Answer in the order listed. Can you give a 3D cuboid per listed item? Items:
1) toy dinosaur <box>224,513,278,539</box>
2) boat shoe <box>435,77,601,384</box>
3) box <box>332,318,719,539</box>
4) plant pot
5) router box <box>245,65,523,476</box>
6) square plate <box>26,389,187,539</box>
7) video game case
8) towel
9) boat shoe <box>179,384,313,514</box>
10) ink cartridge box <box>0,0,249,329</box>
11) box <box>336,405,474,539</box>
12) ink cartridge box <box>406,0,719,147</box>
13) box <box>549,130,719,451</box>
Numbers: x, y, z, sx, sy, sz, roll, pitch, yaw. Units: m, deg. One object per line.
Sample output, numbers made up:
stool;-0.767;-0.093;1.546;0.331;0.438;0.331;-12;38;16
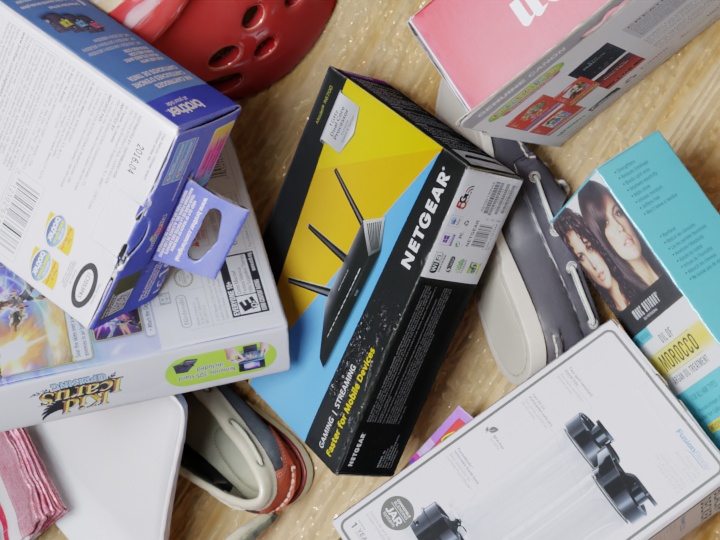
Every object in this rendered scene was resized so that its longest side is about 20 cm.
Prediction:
toy dinosaur;-0.116;0.230;1.028;0.047;0.088;0.202;-22;46;53
boat shoe;0.095;-0.033;1.001;0.073;0.062;0.202;136;123;-65
box;0.099;0.135;0.938;0.199;0.060;0.117;-36;63;-4
plant pot;-0.131;-0.209;1.026;0.199;0.182;0.203;0;90;23
router box;0.000;0.000;1.002;0.149;0.051;0.201;40;114;46
square plate;-0.175;0.101;1.084;0.200;0.028;0.199;40;134;32
video game case;-0.151;-0.007;1.016;0.180;0.046;0.201;-11;48;-10
towel;-0.297;0.155;1.175;0.200;0.023;0.145;-40;74;34
boat shoe;-0.122;0.094;1.093;0.199;0.062;0.072;34;107;22
ink cartridge box;-0.158;-0.065;0.920;0.199;0.076;0.137;36;118;14
box;0.085;0.194;0.971;0.200;0.039;0.137;40;81;25
ink cartridge box;0.134;-0.162;0.903;0.200;0.175;0.084;-38;76;20
box;0.190;0.029;0.922;0.049;0.082;0.201;-30;79;-21
